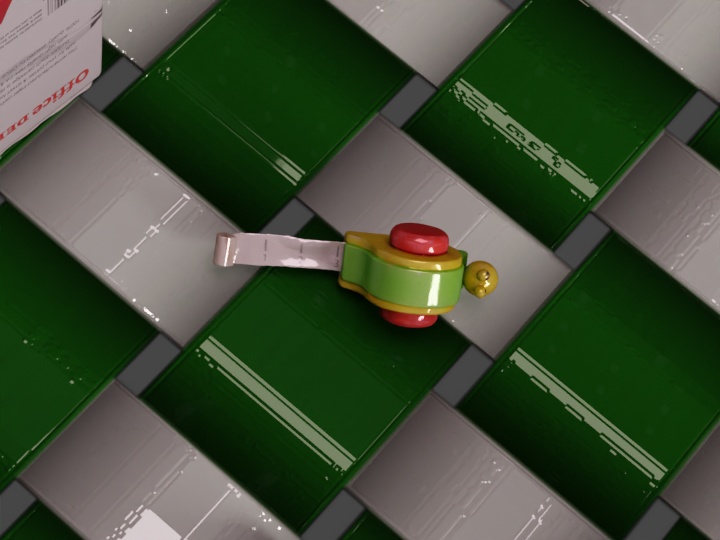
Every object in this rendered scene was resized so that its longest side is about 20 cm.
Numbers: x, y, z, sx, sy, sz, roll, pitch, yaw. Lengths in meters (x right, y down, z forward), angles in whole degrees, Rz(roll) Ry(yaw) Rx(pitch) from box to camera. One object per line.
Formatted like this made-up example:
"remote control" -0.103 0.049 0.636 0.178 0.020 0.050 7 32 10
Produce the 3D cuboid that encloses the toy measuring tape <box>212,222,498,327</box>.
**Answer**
"toy measuring tape" 0.000 0.000 1.482 0.198 0.074 0.074 6 63 -10

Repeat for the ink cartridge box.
"ink cartridge box" -0.250 -0.172 1.456 0.084 0.201 0.144 42 64 16
